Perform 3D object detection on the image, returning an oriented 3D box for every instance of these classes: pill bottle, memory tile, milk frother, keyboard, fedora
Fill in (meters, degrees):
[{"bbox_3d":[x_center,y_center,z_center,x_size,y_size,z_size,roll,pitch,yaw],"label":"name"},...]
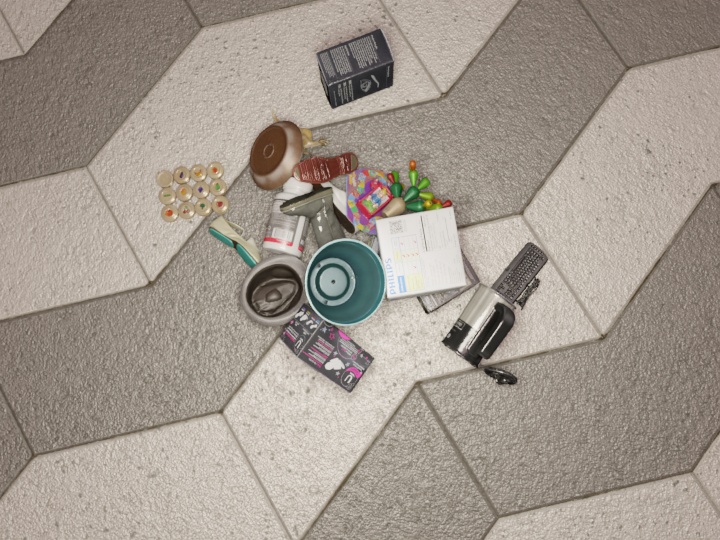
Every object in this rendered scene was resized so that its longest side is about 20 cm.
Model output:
[{"bbox_3d":[-0.191,-0.144,1.551,0.109,0.111,0.204,13,83,3],"label":"pill bottle"},{"bbox_3d":[-0.477,-0.224,1.618,0.196,0.017,0.156,-10,82,1],"label":"memory tile"},{"bbox_3d":[0.349,0.174,1.484,0.199,0.180,0.190,35,90,-34],"label":"milk frother"},{"bbox_3d":[0.438,0.024,1.546,0.104,0.040,0.201,39,86,7],"label":"keyboard"},{"bbox_3d":[-0.224,0.059,1.534,0.199,0.090,0.178,-36,84,-10],"label":"fedora"}]

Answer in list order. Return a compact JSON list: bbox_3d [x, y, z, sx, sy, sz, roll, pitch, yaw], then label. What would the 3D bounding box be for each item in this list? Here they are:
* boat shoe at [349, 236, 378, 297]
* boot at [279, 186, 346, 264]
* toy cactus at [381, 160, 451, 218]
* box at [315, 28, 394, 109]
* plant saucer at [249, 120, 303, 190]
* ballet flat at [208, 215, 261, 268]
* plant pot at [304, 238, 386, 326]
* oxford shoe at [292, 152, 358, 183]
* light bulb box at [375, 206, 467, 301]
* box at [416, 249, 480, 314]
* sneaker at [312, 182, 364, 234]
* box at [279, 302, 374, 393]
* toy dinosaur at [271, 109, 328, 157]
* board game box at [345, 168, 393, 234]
[{"bbox_3d":[0.000,0.000,1.546,0.061,0.072,0.203,21,86,2],"label":"boat shoe"},{"bbox_3d":[-0.114,-0.103,1.508,0.180,0.072,0.204,-22,112,-31],"label":"boot"},{"bbox_3d":[0.126,-0.194,1.494,0.164,0.103,0.200,-39,68,-16],"label":"toy cactus"},{"bbox_3d":[-0.012,-0.557,1.585,0.197,0.148,0.106,-21,81,-2],"label":"box"},{"bbox_3d":[-0.242,-0.322,1.562,0.197,0.036,0.205,-11,71,33],"label":"plant saucer"},{"bbox_3d":[-0.330,-0.080,1.574,0.199,0.070,0.070,39,85,7],"label":"ballet flat"},{"bbox_3d":[-0.054,0.027,1.419,0.196,0.188,0.205,0,90,-14],"label":"plant pot"},{"bbox_3d":[-0.103,-0.273,1.554,0.197,0.074,0.072,-14,98,-30],"label":"oxford shoe"},{"bbox_3d":[0.147,-0.037,1.431,0.196,0.125,0.202,-9,83,0],"label":"light bulb box"},{"bbox_3d":[0.199,-0.011,1.533,0.162,0.086,0.202,-31,83,-2],"label":"box"},{"bbox_3d":[-0.053,-0.193,1.586,0.084,0.073,0.201,-35,78,-30],"label":"sneaker"},{"bbox_3d":[-0.087,0.198,1.448,0.200,0.132,0.115,42,83,-32],"label":"box"},{"bbox_3d":[-0.187,-0.373,1.621,0.198,0.058,0.102,28,67,10],"label":"toy dinosaur"},{"bbox_3d":[0.039,-0.199,1.548,0.155,0.039,0.204,7,67,-17],"label":"board game box"}]
